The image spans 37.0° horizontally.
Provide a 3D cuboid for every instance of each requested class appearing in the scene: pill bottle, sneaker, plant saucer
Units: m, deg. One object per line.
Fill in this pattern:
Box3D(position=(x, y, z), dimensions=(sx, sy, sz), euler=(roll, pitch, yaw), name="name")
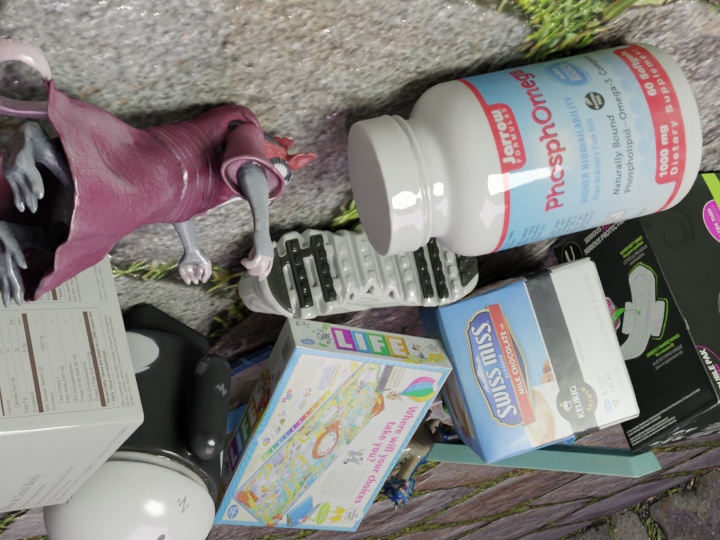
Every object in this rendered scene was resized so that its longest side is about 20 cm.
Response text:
Box3D(position=(0.098, -0.071, 0.667), dimensions=(0.199, 0.109, 0.109), euler=(-14, 157, -13), name="pill bottle")
Box3D(position=(0.000, 0.000, 0.820), dimensions=(0.199, 0.076, 0.081), euler=(-4, 170, -31), name="sneaker")
Box3D(position=(0.159, 0.164, 0.955), dimensions=(0.199, 0.019, 0.070), euler=(-2, 176, 32), name="plant saucer")

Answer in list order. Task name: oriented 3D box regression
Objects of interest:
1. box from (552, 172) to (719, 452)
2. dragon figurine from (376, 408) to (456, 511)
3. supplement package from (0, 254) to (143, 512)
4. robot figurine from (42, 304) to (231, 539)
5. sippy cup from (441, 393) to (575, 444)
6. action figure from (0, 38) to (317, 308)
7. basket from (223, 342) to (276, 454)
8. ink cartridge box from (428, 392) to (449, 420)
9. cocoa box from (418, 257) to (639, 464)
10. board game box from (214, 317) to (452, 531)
Box3D(position=(0.284, 0.032, 0.926), dimensions=(0.148, 0.201, 0.124), euler=(-6, 156, -27), name="box")
Box3D(position=(0.047, 0.182, 1.072), dimensions=(0.100, 0.059, 0.200), euler=(-49, 173, -1), name="dragon figurine")
Box3D(position=(-0.257, 0.055, 0.620), dimensions=(0.199, 0.151, 0.152), euler=(-1, 153, -36), name="supplement package")
Box3D(position=(-0.159, 0.126, 0.786), dimensions=(0.124, 0.201, 0.151), euler=(4, 138, -5), name="robot figurine")
Box3D(position=(0.184, 0.120, 1.108), dimensions=(0.178, 0.140, 0.130), euler=(-36, 167, -22), name="sippy cup")
Box3D(position=(-0.113, -0.055, 0.590), dimensions=(0.200, 0.150, 0.134), euler=(-25, -172, -40), name="action figure")
Box3D(position=(-0.059, 0.130, 0.959), dimensions=(0.176, 0.140, 0.200), euler=(-24, 160, 6), name="basket")
Box3D(position=(0.011, 0.184, 1.279), dimensions=(0.199, 0.037, 0.095), euler=(-23, 158, 2), name="ink cartridge box")
Box3D(position=(0.135, 0.075, 0.927), dimensions=(0.131, 0.134, 0.200), euler=(-17, 178, -2), name="cocoa box")
Box3D(position=(-0.029, 0.131, 0.867), dimensions=(0.134, 0.034, 0.201), euler=(10, 125, -25), name="board game box")
